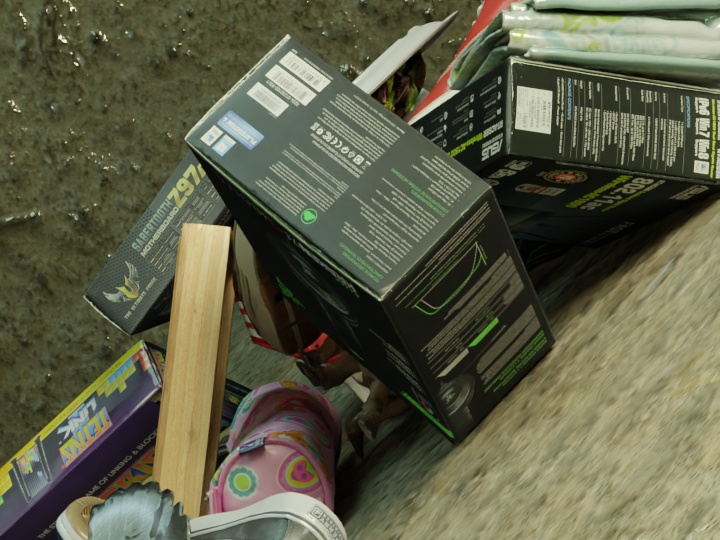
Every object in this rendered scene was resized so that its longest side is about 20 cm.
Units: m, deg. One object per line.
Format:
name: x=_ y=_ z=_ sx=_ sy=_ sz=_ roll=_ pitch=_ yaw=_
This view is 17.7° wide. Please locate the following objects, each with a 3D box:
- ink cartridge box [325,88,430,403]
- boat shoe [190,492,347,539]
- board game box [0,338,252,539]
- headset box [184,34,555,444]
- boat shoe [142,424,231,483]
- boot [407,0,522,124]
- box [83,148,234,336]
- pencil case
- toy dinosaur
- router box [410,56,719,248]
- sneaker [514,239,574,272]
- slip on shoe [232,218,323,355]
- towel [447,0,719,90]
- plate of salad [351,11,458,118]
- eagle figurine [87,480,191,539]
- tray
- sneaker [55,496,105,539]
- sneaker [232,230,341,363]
ink cartridge box: x=0.022 y=-0.022 z=1.781 sx=0.200 sy=0.147 sz=0.145 roll=-45 pitch=6 yaw=-2
boat shoe: x=-0.084 y=0.193 z=1.405 sx=0.200 sy=0.072 sz=0.068 roll=-26 pitch=17 yaw=51
board game box: x=-0.177 y=0.158 z=1.833 sx=0.200 sy=0.165 sz=0.057 roll=-42 pitch=50 yaw=19
headset box: x=0.010 y=-0.013 z=1.362 sx=0.093 sy=0.174 sz=0.200 roll=-45 pitch=-31 yaw=-10
boat shoe: x=-0.130 y=0.179 z=1.768 sx=0.200 sy=0.073 sz=0.065 roll=-43 pitch=1 yaw=9
boot: x=0.083 y=-0.142 z=1.574 sx=0.200 sy=0.072 sz=0.145 roll=-43 pitch=33 yaw=14
box: x=-0.107 y=-0.050 z=1.700 sx=0.200 sy=0.051 sz=0.158 roll=-53 pitch=-7 yaw=13
pencil case: x=-0.056 y=0.131 z=1.542 sx=0.087 sy=0.087 sz=0.200 roll=-43 pitch=6 yaw=8
toy dinosaur: x=0.035 y=0.051 z=1.547 sx=0.135 sy=0.086 sz=0.200 roll=-35 pitch=-10 yaw=-10
router box: x=0.121 y=-0.068 z=1.433 sx=0.200 sy=0.149 sz=0.063 roll=151 pitch=122 yaw=-68
sneaker: x=0.095 y=-0.020 z=1.599 sx=0.200 sy=0.075 sz=0.079 roll=-51 pitch=-17 yaw=23
slip on shoe: x=-0.057 y=-0.022 z=1.497 sx=0.076 sy=0.061 sz=0.200 roll=-39 pitch=-28 yaw=-17
towel: x=0.165 y=-0.127 z=1.430 sx=0.171 sy=0.199 sz=0.048 roll=140 pitch=132 yaw=-75
plate of salad: x=0.003 y=-0.105 z=1.620 sx=0.200 sy=0.048 sz=0.200 roll=-43 pitch=2 yaw=2
eagle figurine: x=-0.172 y=0.233 z=1.376 sx=0.151 sy=0.152 sz=0.200 roll=-11 pitch=13 yaw=40
tray: x=-0.110 y=0.078 z=1.530 sx=0.099 sy=0.037 sz=0.201 roll=88 pitch=-174 yaw=-78
sneaker: x=-0.175 y=0.220 z=1.563 sx=0.108 sy=0.070 sz=0.200 roll=-44 pitch=-24 yaw=4
sneaker: x=0.000 y=0.000 z=1.642 sx=0.199 sy=0.116 sz=0.078 roll=-23 pitch=-12 yaw=28
